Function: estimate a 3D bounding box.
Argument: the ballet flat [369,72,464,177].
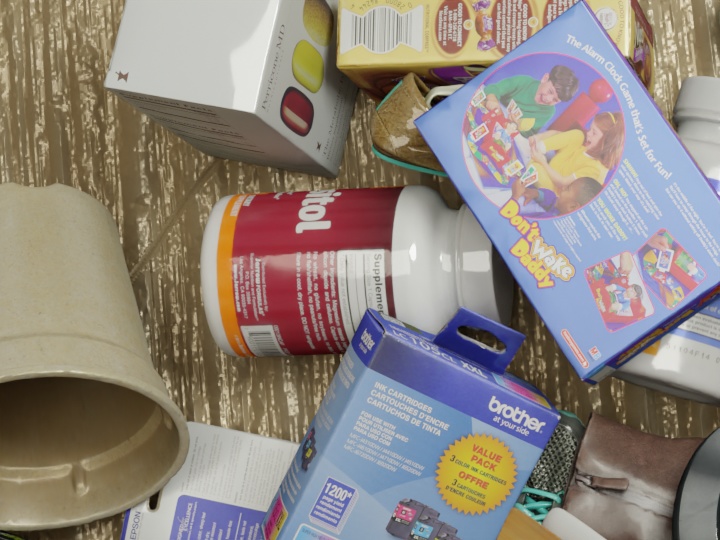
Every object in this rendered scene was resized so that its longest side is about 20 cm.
[{"bbox_3d":[0.106,-0.082,1.513,0.199,0.068,0.073,20,112,-5],"label":"ballet flat"}]

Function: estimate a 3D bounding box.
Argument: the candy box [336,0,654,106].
[{"bbox_3d":[0.093,-0.151,1.536,0.199,0.117,0.057,-2,80,15],"label":"candy box"}]

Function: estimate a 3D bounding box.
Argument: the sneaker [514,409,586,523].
[{"bbox_3d":[0.115,0.189,1.487,0.077,0.091,0.202,7,83,15],"label":"sneaker"}]

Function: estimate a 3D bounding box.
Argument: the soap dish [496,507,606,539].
[{"bbox_3d":[0.154,0.254,1.388,0.081,0.201,0.157,-38,44,-18],"label":"soap dish"}]

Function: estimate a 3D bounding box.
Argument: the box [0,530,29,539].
[{"bbox_3d":[-0.256,0.281,1.543,0.193,0.047,0.201,6,80,52],"label":"box"}]

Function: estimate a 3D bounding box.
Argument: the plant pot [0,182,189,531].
[{"bbox_3d":[-0.225,0.050,1.553,0.199,0.201,0.184,-19,54,11],"label":"plant pot"}]

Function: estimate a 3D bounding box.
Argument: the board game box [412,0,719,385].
[{"bbox_3d":[0.143,-0.049,1.424,0.134,0.045,0.201,-35,75,10],"label":"board game box"}]

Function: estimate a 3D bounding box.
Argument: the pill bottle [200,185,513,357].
[{"bbox_3d":[0.000,0.000,1.539,0.199,0.113,0.114,-2,80,14],"label":"pill bottle"}]

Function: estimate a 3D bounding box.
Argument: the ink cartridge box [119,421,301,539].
[{"bbox_3d":[-0.063,0.164,1.569,0.199,0.037,0.095,10,85,14],"label":"ink cartridge box"}]

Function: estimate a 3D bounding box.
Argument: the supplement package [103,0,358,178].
[{"bbox_3d":[-0.079,-0.144,1.537,0.109,0.200,0.115,11,84,16],"label":"supplement package"}]

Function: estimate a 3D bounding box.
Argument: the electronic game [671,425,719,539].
[{"bbox_3d":[0.284,0.180,1.419,0.199,0.042,0.201,11,63,-21],"label":"electronic game"}]

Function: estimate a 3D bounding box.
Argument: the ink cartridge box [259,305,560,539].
[{"bbox_3d":[0.037,0.117,1.470,0.136,0.076,0.201,25,96,-14],"label":"ink cartridge box"}]

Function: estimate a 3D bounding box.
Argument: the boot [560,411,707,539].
[{"bbox_3d":[0.201,0.201,1.458,0.165,0.072,0.201,14,70,1],"label":"boot"}]

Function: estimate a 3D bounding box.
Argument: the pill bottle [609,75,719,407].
[{"bbox_3d":[0.225,-0.019,1.482,0.111,0.112,0.201,15,85,17],"label":"pill bottle"}]
